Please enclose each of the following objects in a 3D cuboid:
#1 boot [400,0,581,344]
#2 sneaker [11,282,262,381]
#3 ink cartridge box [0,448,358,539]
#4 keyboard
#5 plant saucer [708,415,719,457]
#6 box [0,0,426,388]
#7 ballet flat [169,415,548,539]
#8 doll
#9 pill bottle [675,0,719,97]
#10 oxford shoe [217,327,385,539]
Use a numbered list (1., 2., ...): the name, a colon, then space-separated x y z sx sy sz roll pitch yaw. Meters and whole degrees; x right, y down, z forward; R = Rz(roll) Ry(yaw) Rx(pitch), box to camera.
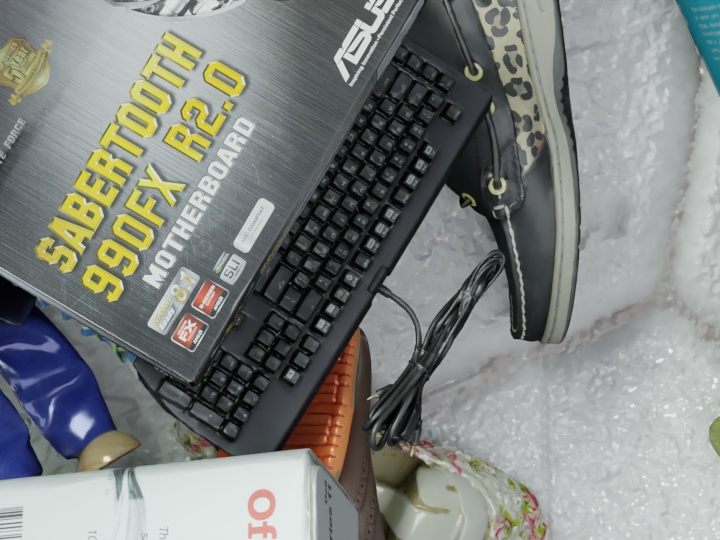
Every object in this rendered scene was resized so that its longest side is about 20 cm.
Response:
1. boot: 0.020 -0.060 1.307 0.153 0.073 0.204 -7 103 -4
2. sneaker: -0.104 0.005 1.241 0.199 0.076 0.105 1 69 -13
3. ink cartridge box: -0.102 0.163 1.190 0.199 0.083 0.147 -6 68 14
4. keyboard: 0.000 0.000 1.235 0.127 0.021 0.200 34 76 -11
5. plant saucer: 0.301 0.088 1.380 0.200 0.048 0.200 -35 106 13
6. box: -0.086 -0.076 1.187 0.158 0.048 0.200 31 85 2
7. ballet flat: 0.001 0.106 1.341 0.200 0.064 0.076 22 99 -14
8. doll: -0.179 0.012 1.286 0.136 0.048 0.200 -33 91 -23
9. pill bottle: 0.200 -0.134 1.296 0.111 0.111 0.200 -27 105 -3
10. oxford shoe: -0.021 0.116 1.279 0.073 0.071 0.201 19 78 -45
